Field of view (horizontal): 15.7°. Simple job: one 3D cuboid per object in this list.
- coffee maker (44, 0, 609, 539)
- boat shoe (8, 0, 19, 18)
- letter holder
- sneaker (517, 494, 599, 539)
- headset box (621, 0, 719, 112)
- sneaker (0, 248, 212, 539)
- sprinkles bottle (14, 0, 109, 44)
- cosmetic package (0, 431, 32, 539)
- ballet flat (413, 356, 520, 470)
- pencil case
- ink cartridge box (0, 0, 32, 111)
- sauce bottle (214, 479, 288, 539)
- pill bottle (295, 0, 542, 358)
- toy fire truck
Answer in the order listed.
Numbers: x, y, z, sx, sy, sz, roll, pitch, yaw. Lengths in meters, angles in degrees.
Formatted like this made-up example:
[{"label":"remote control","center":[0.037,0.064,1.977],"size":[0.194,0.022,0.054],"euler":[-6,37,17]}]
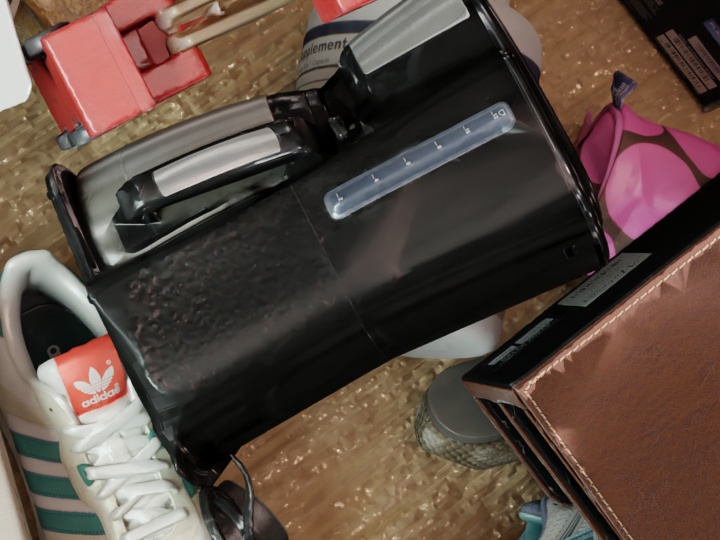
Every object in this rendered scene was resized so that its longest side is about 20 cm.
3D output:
[{"label":"coffee maker","center":[0.000,0.000,1.077],"size":[0.200,0.135,0.192],"euler":[-26,99,3]},{"label":"boat shoe","center":[-0.165,-0.181,1.148],"size":[0.067,0.057,0.200],"euler":[0,55,13]},{"label":"letter holder","center":[0.172,0.044,1.148],"size":[0.200,0.101,0.142],"euler":[-38,96,-8]},{"label":"sneaker","center":[0.119,0.120,1.207],"size":[0.200,0.086,0.078],"euler":[-35,136,-45]},{"label":"headset box","center":[0.205,-0.210,1.282],"size":[0.200,0.093,0.174],"euler":[-39,95,-19]},{"label":"sneaker","center":[-0.111,0.078,1.111],"size":[0.070,0.093,0.200],"euler":[-21,62,-14]},{"label":"sprinkles bottle","center":[-0.083,-0.177,1.204],"size":[0.200,0.068,0.068],"euler":[-42,95,-17]},{"label":"cosmetic package","center":[-0.174,0.132,1.077],"size":[0.087,0.103,0.200],"euler":[-17,68,-8]},{"label":"ballet flat","center":[0.116,0.059,1.246],"size":[0.200,0.046,0.067],"euler":[-13,55,-23]},{"label":"pencil case","center":[0.191,-0.015,1.249],"size":[0.200,0.094,0.091],"euler":[24,110,-9]},{"label":"ink cartridge box","center":[-0.237,-0.091,1.075],"size":[0.068,0.200,0.115],"euler":[-14,86,-52]},{"label":"sauce bottle","center":[-0.113,0.175,1.147],"size":[0.066,0.066,0.200],"euler":[44,72,-7]},{"label":"pill bottle","center":[0.023,-0.066,1.197],"size":[0.111,0.111,0.200],"euler":[12,79,-15]},{"label":"toy fire truck","center":[-0.066,-0.102,1.068],"size":[0.141,0.200,0.049],"euler":[-27,96,-8]}]
